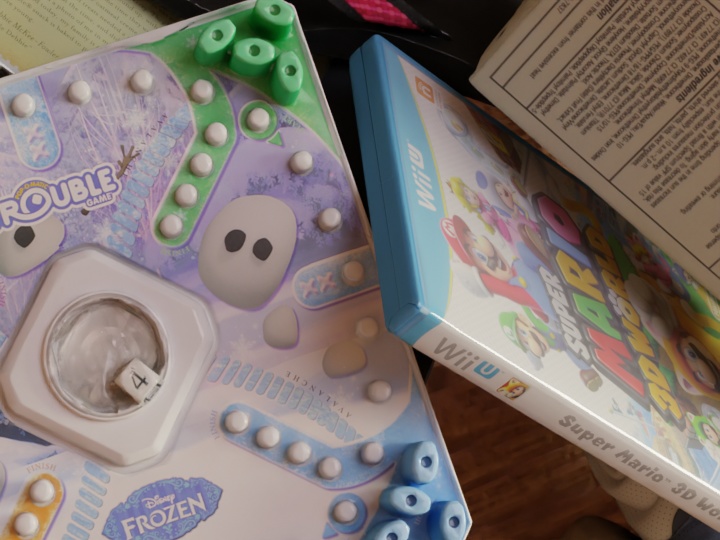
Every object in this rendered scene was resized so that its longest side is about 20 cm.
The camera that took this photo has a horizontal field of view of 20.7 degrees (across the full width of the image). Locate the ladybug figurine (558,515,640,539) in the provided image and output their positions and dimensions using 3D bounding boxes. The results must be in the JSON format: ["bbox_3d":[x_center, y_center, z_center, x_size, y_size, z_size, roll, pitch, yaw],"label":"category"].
[{"bbox_3d":[0.133,0.194,0.802,0.201,0.072,0.136,54,9,23],"label":"ladybug figurine"}]

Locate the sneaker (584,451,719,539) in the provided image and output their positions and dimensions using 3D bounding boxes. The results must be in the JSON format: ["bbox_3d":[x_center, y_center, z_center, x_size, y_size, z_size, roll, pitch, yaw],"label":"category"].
[{"bbox_3d":[0.156,0.085,0.859,0.147,0.080,0.200,54,14,-2],"label":"sneaker"}]

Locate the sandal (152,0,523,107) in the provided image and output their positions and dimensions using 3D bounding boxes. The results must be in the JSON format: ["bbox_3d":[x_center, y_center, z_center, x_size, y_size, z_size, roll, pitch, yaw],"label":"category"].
[{"bbox_3d":[0.003,-0.112,0.745,0.198,0.045,0.076,15,48,-12],"label":"sandal"}]

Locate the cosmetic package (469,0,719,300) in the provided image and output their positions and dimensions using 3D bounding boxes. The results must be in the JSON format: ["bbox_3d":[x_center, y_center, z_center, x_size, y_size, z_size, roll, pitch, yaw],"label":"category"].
[{"bbox_3d":[0.152,-0.053,0.715,0.200,0.103,0.087,42,38,-4],"label":"cosmetic package"}]

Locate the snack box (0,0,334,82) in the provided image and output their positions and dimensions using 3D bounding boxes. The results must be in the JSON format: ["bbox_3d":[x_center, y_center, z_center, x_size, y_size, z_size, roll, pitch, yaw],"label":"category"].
[{"bbox_3d":[-0.109,-0.098,0.730,0.199,0.037,0.117,37,47,-12],"label":"snack box"}]

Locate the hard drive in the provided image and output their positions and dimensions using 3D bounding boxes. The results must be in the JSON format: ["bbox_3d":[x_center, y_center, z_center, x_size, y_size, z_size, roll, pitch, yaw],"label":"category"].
[{"bbox_3d":[0.000,0.000,0.768,0.136,0.042,0.201,77,29,-46],"label":"hard drive"}]

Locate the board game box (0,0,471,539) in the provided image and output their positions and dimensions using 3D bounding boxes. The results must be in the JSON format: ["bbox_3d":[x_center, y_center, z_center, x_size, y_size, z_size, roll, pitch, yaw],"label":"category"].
[{"bbox_3d":[-0.083,0.028,0.650,0.198,0.026,0.202,-19,86,-10],"label":"board game box"}]

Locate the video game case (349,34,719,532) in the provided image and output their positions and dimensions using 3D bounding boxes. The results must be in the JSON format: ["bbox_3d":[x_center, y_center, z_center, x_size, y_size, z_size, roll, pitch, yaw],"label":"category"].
[{"bbox_3d":[0.079,0.011,0.720,0.199,0.018,0.144,32,33,-31],"label":"video game case"}]
